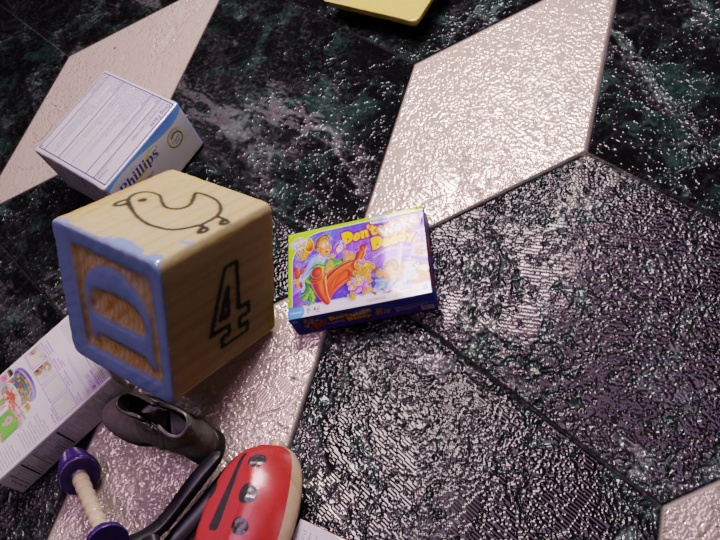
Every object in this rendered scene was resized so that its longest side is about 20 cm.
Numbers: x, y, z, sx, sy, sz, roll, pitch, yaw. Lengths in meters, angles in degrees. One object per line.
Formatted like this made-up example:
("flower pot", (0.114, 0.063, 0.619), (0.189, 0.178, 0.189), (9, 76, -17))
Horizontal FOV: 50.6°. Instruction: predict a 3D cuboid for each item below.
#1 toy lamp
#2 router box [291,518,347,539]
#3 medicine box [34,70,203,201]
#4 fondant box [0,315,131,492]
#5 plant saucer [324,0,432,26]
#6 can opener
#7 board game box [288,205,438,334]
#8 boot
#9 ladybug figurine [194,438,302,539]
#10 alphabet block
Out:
("toy lamp", (-0.337, 0.282, 0.945), (0.058, 0.058, 0.199), (-46, 37, -11))
("router box", (-0.026, 0.397, 0.803), (0.176, 0.049, 0.203), (14, 66, 26))
("medicine box", (-0.396, -0.205, 1.253), (0.198, 0.103, 0.184), (27, 72, 29))
("fondant box", (-0.440, 0.182, 1.069), (0.199, 0.059, 0.144), (-42, 56, -9))
("plant saucer", (0.066, -0.498, 1.299), (0.197, 0.049, 0.202), (23, 70, 29))
("can opener", (-0.224, 0.310, 0.921), (0.200, 0.064, 0.078), (-47, 30, -21))
("board game box", (0.000, 0.000, 1.031), (0.196, 0.045, 0.137), (-12, 58, 12))
("boot", (-0.272, 0.181, 0.966), (0.196, 0.131, 0.069), (12, 64, 25))
("ladybug figurine", (-0.134, 0.285, 0.872), (0.134, 0.072, 0.203), (-15, 46, 42))
("alphabet block", (-0.242, 0.011, 0.975), (0.192, 0.200, 0.199), (21, 34, 26))
